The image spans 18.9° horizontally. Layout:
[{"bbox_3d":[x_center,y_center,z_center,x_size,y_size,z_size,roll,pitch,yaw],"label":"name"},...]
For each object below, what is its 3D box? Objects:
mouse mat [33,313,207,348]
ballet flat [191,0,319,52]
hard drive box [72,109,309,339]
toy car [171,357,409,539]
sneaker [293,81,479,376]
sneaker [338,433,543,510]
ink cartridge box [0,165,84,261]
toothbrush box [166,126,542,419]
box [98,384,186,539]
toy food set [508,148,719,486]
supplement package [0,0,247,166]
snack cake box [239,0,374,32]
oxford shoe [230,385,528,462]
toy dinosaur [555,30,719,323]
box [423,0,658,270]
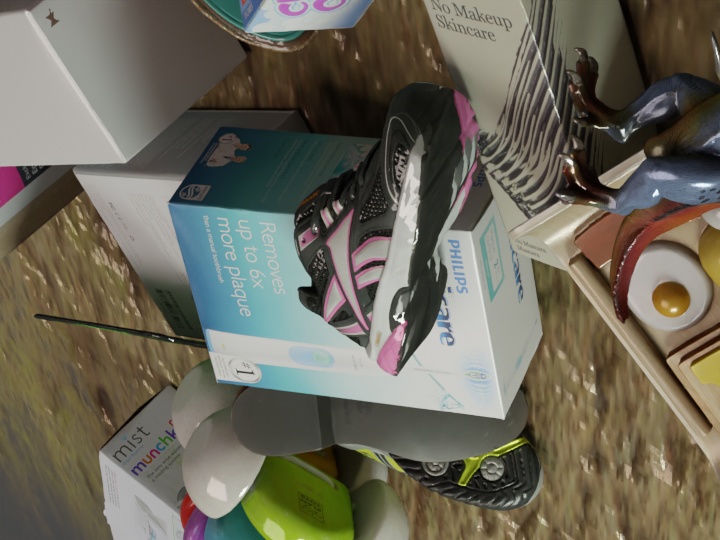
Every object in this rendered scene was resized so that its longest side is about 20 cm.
[{"bbox_3d":[-0.119,0.054,1.578,0.199,0.008,0.160,14,175,-43],"label":"mouse mat"},{"bbox_3d":[-0.094,-0.196,1.307,0.200,0.071,0.065,42,180,16],"label":"ballet flat"},{"bbox_3d":[-0.088,-0.027,1.498,0.199,0.077,0.157,8,134,53],"label":"hard drive box"},{"bbox_3d":[-0.071,0.172,1.588,0.174,0.150,0.200,31,-166,-21],"label":"toy car"},{"bbox_3d":[0.003,-0.024,1.176,0.086,0.080,0.201,25,137,12],"label":"sneaker"},{"bbox_3d":[0.045,0.110,1.521,0.199,0.076,0.076,24,-178,27],"label":"sneaker"},{"bbox_3d":[-0.287,-0.114,1.572,0.075,0.165,0.201,22,145,40],"label":"ink cartridge box"},{"bbox_3d":[0.000,0.000,1.316,0.198,0.086,0.147,6,131,22],"label":"toothbrush box"},{"bbox_3d":[-0.132,0.229,1.895,0.176,0.097,0.201,35,152,23],"label":"box"},{"bbox_3d":[0.189,0.021,1.094,0.143,0.060,0.201,-32,102,27],"label":"toy food set"},{"bbox_3d":[-0.193,-0.150,1.434,0.199,0.121,0.120,3,130,55],"label":"supplement package"},{"bbox_3d":[-0.010,-0.213,1.080,0.200,0.067,0.116,134,127,-63],"label":"snack cake box"},{"bbox_3d":[0.013,0.085,1.451,0.071,0.198,0.072,-104,16,-78],"label":"oxford shoe"},{"bbox_3d":[0.184,-0.076,0.990,0.180,0.106,0.201,-2,141,22],"label":"toy dinosaur"},{"bbox_3d":[0.100,-0.095,1.136,0.082,0.068,0.201,19,143,45],"label":"box"}]
